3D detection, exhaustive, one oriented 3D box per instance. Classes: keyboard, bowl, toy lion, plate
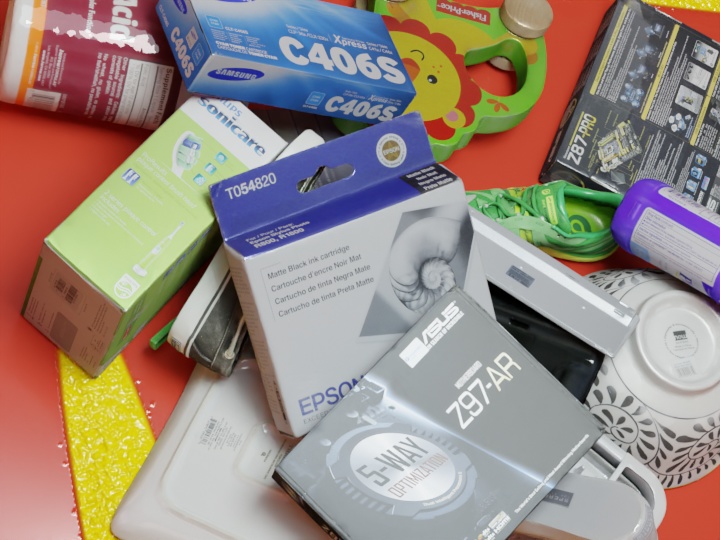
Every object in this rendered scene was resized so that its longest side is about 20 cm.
[{"bbox_3d":[0.133,0.001,1.648,0.199,0.011,0.056,33,52,10],"label":"keyboard"},{"bbox_3d":[0.252,0.074,1.697,0.199,0.094,0.202,6,65,-14],"label":"bowl"},{"bbox_3d":[0.063,-0.170,1.741,0.199,0.069,0.193,13,56,-13],"label":"toy lion"},{"bbox_3d":[-0.065,0.151,1.564,0.199,0.032,0.200,21,62,12],"label":"plate"}]

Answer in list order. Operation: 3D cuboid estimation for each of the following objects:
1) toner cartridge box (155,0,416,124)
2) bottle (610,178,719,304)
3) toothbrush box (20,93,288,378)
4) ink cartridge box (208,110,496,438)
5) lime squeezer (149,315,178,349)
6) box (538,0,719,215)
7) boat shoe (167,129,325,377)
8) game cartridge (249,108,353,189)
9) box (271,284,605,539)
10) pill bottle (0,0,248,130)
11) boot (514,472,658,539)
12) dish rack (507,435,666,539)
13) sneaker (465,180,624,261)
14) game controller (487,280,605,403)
[{"bbox_3d":[-0.057,-0.174,1.604,0.199,0.043,0.095,6,45,-37],"label":"toner cartridge box"},{"bbox_3d":[0.304,-0.004,1.663,0.199,0.083,0.066,32,96,24],"label":"bottle"},{"bbox_3d":[-0.162,-0.032,1.578,0.086,0.146,0.200,41,62,3],"label":"toothbrush box"},{"bbox_3d":[0.000,0.000,1.551,0.199,0.041,0.201,-22,103,-25],"label":"ink cartridge box"},{"bbox_3d":[-0.080,0.021,1.640,0.199,0.038,0.071,-9,68,-16],"label":"lime squeezer"},{"bbox_3d":[0.266,-0.131,1.816,0.161,0.049,0.201,27,62,-7],"label":"box"},{"bbox_3d":[-0.072,-0.012,1.575,0.063,0.071,0.201,31,90,8],"label":"boat shoe"},{"bbox_3d":[-0.020,-0.054,1.668,0.129,0.039,0.201,-6,52,-18],"label":"game cartridge"},{"bbox_3d":[0.058,0.136,1.506,0.160,0.044,0.200,45,76,6],"label":"box"},{"bbox_3d":[-0.189,-0.176,1.648,0.199,0.114,0.115,9,65,-14],"label":"pill bottle"},{"bbox_3d":[0.139,0.191,1.573,0.199,0.096,0.074,18,63,30],"label":"boot"},{"bbox_3d":[0.132,0.186,1.638,0.200,0.044,0.172,39,62,1],"label":"dish rack"},{"bbox_3d":[0.139,-0.048,1.717,0.199,0.084,0.075,-4,66,-21],"label":"sneaker"},{"bbox_3d":[0.097,0.055,1.652,0.199,0.042,0.105,20,65,16],"label":"game controller"}]
